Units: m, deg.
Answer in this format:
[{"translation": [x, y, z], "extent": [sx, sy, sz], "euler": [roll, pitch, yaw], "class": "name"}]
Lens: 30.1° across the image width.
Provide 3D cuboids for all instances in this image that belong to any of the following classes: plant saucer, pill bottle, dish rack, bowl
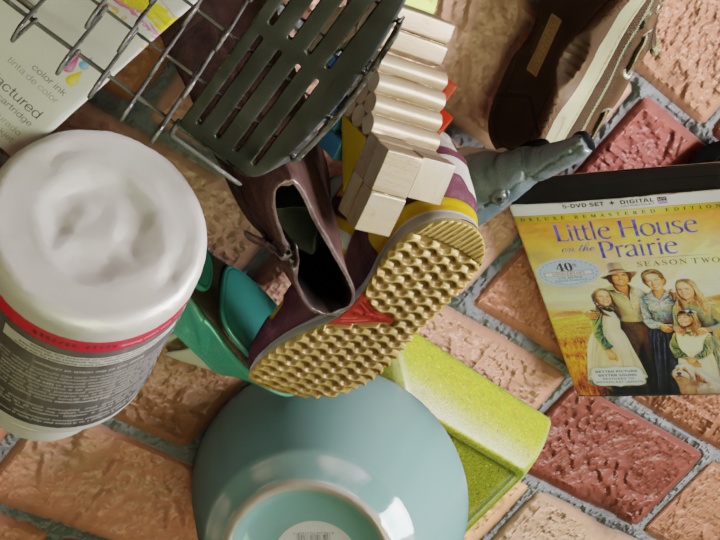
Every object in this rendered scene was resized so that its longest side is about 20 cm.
[{"translation": [0.026, 0.157, 1.003], "extent": [0.199, 0.048, 0.200], "euler": [33, 108, -36], "class": "plant saucer"}, {"translation": [-0.157, 0.021, 0.719], "extent": [0.110, 0.111, 0.200], "euler": [1, 154, -21], "class": "pill bottle"}, {"translation": [-0.085, -0.126, 0.560], "extent": [0.199, 0.055, 0.154], "euler": [35, 122, -10], "class": "dish rack"}, {"translation": [-0.029, 0.174, 0.901], "extent": [0.199, 0.105, 0.202], "euler": [2, 103, 7], "class": "bowl"}]

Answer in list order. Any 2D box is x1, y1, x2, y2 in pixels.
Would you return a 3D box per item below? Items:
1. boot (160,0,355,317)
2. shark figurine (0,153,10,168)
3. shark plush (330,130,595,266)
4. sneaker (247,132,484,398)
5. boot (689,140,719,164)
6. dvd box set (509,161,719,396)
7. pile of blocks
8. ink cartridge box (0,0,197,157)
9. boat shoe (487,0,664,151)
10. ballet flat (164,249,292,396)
[{"translation": [-0.055, -0.091, 0.715], "extent": [0.072, 0.167, 0.201], "euler": [-24, 128, -4], "class": "boot"}, {"translation": [-0.222, -0.028, 0.730], "extent": [0.089, 0.128, 0.216], "euler": [-17, 130, -21], "class": "shark figurine"}, {"translation": [0.065, -0.027, 0.828], "extent": [0.199, 0.084, 0.091], "euler": [-20, 139, 26], "class": "shark plush"}, {"translation": [0.000, 0.000, 0.801], "extent": [0.075, 0.091, 0.200], "euler": [23, 134, -32], "class": "sneaker"}, {"translation": [0.327, -0.008, 0.962], "extent": [0.074, 0.198, 0.162], "euler": [-57, 157, -1], "class": "boot"}, {"translation": [0.198, 0.013, 0.930], "extent": [0.145, 0.030, 0.201], "euler": [-3, 134, 24], "class": "dvd box set"}, {"translation": [0.018, -0.113, 0.737], "extent": [0.062, 0.082, 0.202], "euler": [12, 74, -35], "class": "pile of blocks"}, {"translation": [-0.144, -0.171, 0.627], "extent": [0.200, 0.088, 0.145], "euler": [-35, 117, 25], "class": "ink cartridge box"}, {"translation": [0.151, -0.155, 0.821], "extent": [0.074, 0.075, 0.203], "euler": [2, 131, -38], "class": "boat shoe"}, {"translation": [-0.111, 0.019, 0.850], "extent": [0.070, 0.068, 0.200], "euler": [-20, 133, 25], "class": "ballet flat"}]
